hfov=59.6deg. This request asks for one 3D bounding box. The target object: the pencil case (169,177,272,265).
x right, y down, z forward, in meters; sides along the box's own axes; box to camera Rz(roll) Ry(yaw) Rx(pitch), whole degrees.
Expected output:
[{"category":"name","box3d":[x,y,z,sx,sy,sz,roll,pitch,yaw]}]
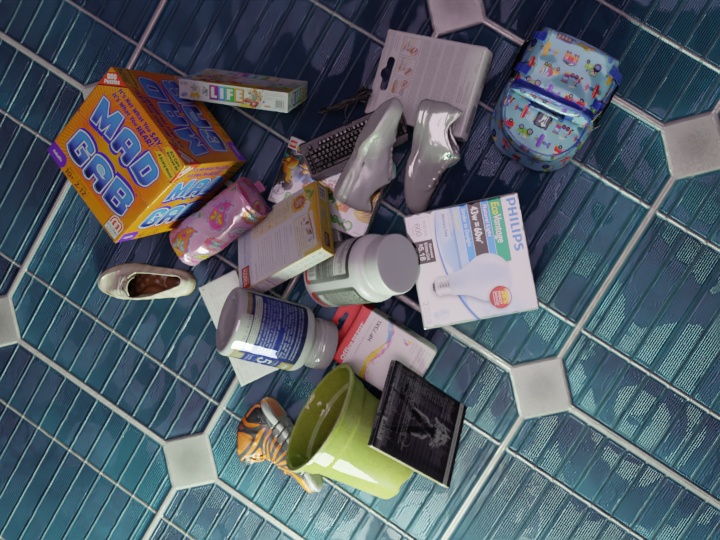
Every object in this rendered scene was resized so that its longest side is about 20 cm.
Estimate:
[{"category":"pencil case","box3d":[-0.259,-0.090,1.156,0.198,0.087,0.088,-33,88,21]}]

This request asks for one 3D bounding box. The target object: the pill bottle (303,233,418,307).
[{"category":"pill bottle","box3d":[0.000,0.000,1.078,0.198,0.113,0.116,-9,91,50]}]

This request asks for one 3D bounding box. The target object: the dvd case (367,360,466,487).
[{"category":"dvd case","box3d":[0.103,0.266,1.083,0.199,0.016,0.151,35,59,-30]}]

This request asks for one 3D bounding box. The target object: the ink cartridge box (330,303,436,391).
[{"category":"ink cartridge box","box3d":[0.029,0.140,1.152,0.198,0.067,0.117,31,96,6]}]

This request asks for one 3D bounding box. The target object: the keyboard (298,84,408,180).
[{"category":"keyboard","box3d":[-0.019,-0.257,1.137,0.197,0.021,0.129,-23,87,5]}]

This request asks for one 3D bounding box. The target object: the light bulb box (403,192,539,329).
[{"category":"light bulb box","box3d":[0.191,-0.016,1.096,0.196,0.125,0.202,-12,91,9]}]

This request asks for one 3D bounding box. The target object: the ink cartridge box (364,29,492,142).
[{"category":"ink cartridge box","box3d":[0.122,-0.337,1.143,0.197,0.050,0.164,19,95,25]}]

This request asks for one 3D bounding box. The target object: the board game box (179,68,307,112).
[{"category":"board game box","box3d":[-0.207,-0.326,1.132,0.196,0.135,0.035,9,116,7]}]

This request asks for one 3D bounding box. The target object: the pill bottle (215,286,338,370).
[{"category":"pill bottle","box3d":[-0.145,0.111,1.116,0.197,0.119,0.122,18,95,-26]}]

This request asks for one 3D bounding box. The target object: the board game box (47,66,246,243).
[{"category":"board game box","box3d":[-0.368,-0.201,1.105,0.199,0.200,0.201,-39,87,22]}]

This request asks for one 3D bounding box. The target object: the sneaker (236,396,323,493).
[{"category":"sneaker","box3d":[-0.158,0.350,1.188,0.112,0.077,0.201,-39,76,11]}]

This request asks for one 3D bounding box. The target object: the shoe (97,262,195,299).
[{"category":"shoe","box3d":[-0.421,0.020,1.214,0.196,0.053,0.071,-1,92,8]}]

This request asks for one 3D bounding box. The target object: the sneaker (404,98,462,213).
[{"category":"sneaker","box3d":[0.131,-0.189,1.096,0.087,0.075,0.204,15,116,19]}]

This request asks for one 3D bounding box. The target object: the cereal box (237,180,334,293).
[{"category":"cereal box","box3d":[-0.138,-0.054,1.119,0.198,0.039,0.146,-26,55,28]}]

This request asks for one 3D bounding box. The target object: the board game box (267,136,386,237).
[{"category":"board game box","box3d":[-0.060,-0.152,1.169,0.197,0.035,0.128,22,94,6]}]

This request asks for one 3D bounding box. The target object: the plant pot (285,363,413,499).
[{"category":"plant pot","box3d":[-0.002,0.300,1.104,0.183,0.201,0.202,34,96,-15]}]

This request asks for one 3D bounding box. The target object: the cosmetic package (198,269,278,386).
[{"category":"cosmetic package","box3d":[-0.225,0.107,1.193,0.081,0.051,0.203,-24,89,5]}]

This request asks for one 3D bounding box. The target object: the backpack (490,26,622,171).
[{"category":"backpack","box3d":[0.319,-0.279,1.067,0.181,0.134,0.202,31,98,6]}]

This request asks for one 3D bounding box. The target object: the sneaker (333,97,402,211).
[{"category":"sneaker","box3d":[0.033,-0.198,1.098,0.087,0.076,0.202,25,109,-17]}]
